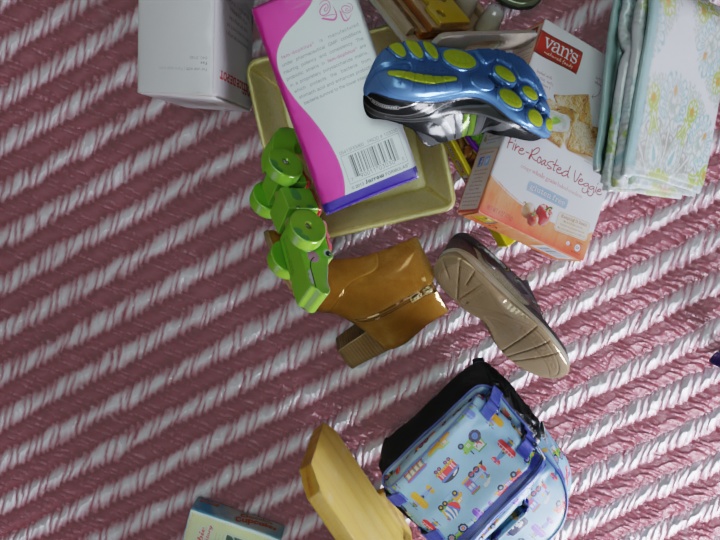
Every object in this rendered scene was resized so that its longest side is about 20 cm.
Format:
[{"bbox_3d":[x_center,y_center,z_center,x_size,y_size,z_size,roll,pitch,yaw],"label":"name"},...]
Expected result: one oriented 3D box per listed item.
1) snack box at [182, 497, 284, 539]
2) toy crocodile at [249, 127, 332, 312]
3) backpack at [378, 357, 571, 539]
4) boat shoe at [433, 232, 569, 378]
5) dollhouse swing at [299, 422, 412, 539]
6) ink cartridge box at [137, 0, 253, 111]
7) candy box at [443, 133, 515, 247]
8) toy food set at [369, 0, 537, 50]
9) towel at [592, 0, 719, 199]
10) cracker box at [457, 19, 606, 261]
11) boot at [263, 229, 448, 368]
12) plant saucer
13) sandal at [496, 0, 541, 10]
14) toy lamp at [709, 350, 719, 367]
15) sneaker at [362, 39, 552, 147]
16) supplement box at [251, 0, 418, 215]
[{"bbox_3d":[-0.172,0.389,0.873,0.113,0.037,0.205,17,97,1],"label":"snack box"},{"bbox_3d":[-0.063,-0.055,0.718,0.060,0.068,0.204,0,55,-31],"label":"toy crocodile"},{"bbox_3d":[0.137,0.232,0.788,0.182,0.135,0.201,-41,95,8],"label":"backpack"},{"bbox_3d":[0.163,0.037,0.796,0.199,0.065,0.072,42,142,-12],"label":"boat shoe"},{"bbox_3d":[-0.038,0.304,0.772,0.175,0.200,0.183,40,98,-2],"label":"dollhouse swing"},{"bbox_3d":[-0.163,-0.275,0.743,0.083,0.146,0.206,4,97,5],"label":"ink cartridge box"},{"bbox_3d":[0.142,-0.139,0.772,0.101,0.026,0.203,-34,102,-15],"label":"candy box"},{"bbox_3d":[0.069,-0.289,0.702,0.202,0.141,0.061,57,139,21],"label":"toy food set"},{"bbox_3d":[0.303,-0.176,0.730,0.168,0.048,0.206,1,100,-41],"label":"towel"},{"bbox_3d":[0.196,-0.129,0.745,0.131,0.058,0.205,21,86,-17],"label":"cracker box"},{"bbox_3d":[0.000,0.001,0.789,0.142,0.071,0.203,-34,115,5],"label":"boot"},{"bbox_3d":[-0.009,-0.146,0.797,0.194,0.048,0.206,-12,95,5],"label":"plant saucer"},{"bbox_3d":[0.165,-0.378,0.754,0.077,0.057,0.208,3,97,4],"label":"sandal"},{"bbox_3d":[0.440,0.015,0.780,0.057,0.058,0.205,18,97,2],"label":"toy lamp"},{"bbox_3d":[0.090,-0.155,0.660,0.194,0.083,0.073,4,70,-24],"label":"sneaker"},{"bbox_3d":[-0.020,-0.172,0.720,0.099,0.103,0.205,-19,96,6],"label":"supplement box"}]
